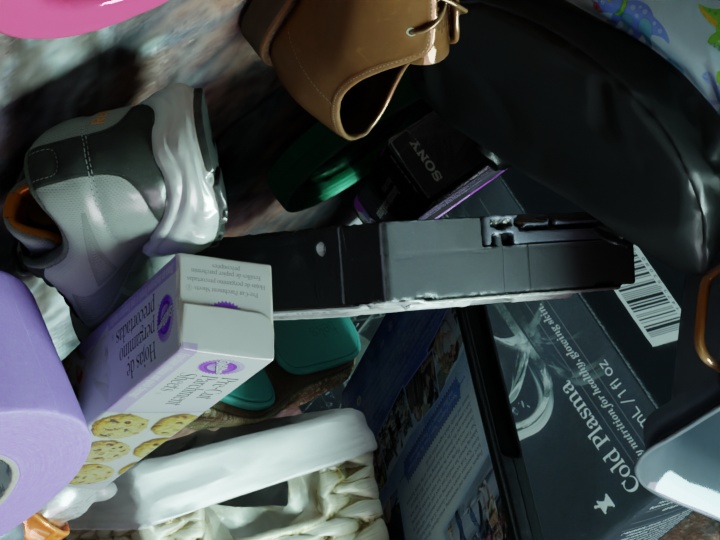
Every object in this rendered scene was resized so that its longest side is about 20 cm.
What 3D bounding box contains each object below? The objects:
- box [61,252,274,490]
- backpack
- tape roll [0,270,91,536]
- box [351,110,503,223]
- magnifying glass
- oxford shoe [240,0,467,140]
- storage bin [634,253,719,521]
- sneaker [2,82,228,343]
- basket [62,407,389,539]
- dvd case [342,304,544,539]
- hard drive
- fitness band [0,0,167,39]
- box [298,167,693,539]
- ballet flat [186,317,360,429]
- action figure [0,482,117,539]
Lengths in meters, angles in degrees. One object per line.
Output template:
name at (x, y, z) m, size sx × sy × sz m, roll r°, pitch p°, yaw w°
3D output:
box at (-0.089, 0.044, 1.108) m, size 0.041 × 0.039 × 0.200 m, roll 7°, pitch 159°, yaw -24°
backpack at (0.140, -0.124, 1.114) m, size 0.200 × 0.163 × 0.154 m, roll -35°, pitch 148°, yaw -31°
tape roll at (-0.207, 0.074, 1.073) m, size 0.199 × 0.066 × 0.200 m, roll -23°, pitch 161°, yaw -8°
box at (0.068, -0.071, 1.269) m, size 0.143 × 0.036 × 0.200 m, roll -36°, pitch 176°, yaw -7°
magnifying glass at (0.043, -0.090, 1.263) m, size 0.200 × 0.022 × 0.080 m, roll -36°, pitch 169°, yaw -4°
oxford shoe at (0.020, -0.119, 1.021) m, size 0.071 × 0.071 × 0.200 m, roll -25°, pitch 161°, yaw -29°
storage bin at (0.201, 0.005, 1.110) m, size 0.145 × 0.135 × 0.200 m, roll 22°, pitch 143°, yaw -26°
sneaker at (-0.104, -0.017, 1.096) m, size 0.079 × 0.074 × 0.200 m, roll -7°, pitch 161°, yaw -12°
basket at (-0.079, 0.146, 1.381) m, size 0.135 × 0.124 × 0.200 m, roll -13°, pitch 179°, yaw -26°
dvd case at (0.037, 0.095, 1.344) m, size 0.017 × 0.201 × 0.143 m, roll 7°, pitch 137°, yaw -22°
hard drive at (0.000, 0.000, 1.179) m, size 0.139 × 0.038 × 0.199 m, roll -4°, pitch 179°, yaw -40°
fitness band at (-0.054, -0.142, 0.843) m, size 0.143 × 0.038 × 0.200 m, roll -23°, pitch 161°, yaw -39°
box at (0.095, 0.071, 1.541) m, size 0.197 × 0.201 × 0.124 m, roll -45°, pitch 161°, yaw 33°
ballet flat at (-0.068, 0.053, 1.387) m, size 0.065 × 0.071 × 0.200 m, roll -34°, pitch 165°, yaw 24°
action figure at (-0.193, 0.127, 1.275) m, size 0.193 × 0.105 × 0.200 m, roll -29°, pitch 167°, yaw 16°
